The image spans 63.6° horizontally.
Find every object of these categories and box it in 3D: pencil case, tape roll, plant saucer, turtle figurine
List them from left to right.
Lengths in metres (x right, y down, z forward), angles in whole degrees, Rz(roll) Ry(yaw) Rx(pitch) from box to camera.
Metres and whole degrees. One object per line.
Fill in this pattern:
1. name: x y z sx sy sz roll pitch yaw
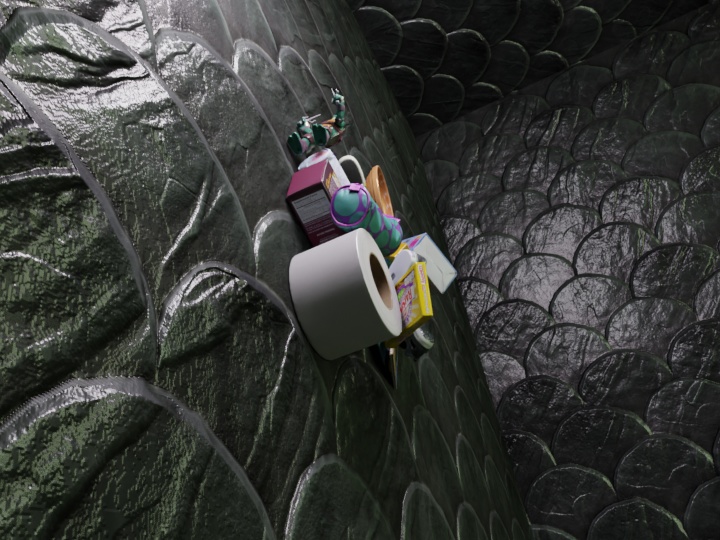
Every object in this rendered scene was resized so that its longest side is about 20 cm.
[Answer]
1. turtle figurine: -0.080 -0.325 1.303 0.101 0.149 0.201 48 35 -13
2. pencil case: -0.059 -0.164 1.281 0.082 0.090 0.202 7 -48 55
3. tape roll: -0.023 0.043 1.048 0.205 0.137 0.205 -90 154 -54
4. pencil case: 0.017 -0.096 1.141 0.094 0.084 0.200 -63 153 -5
5. plant saucer: 0.051 -0.161 1.472 0.200 0.037 0.205 -12 91 -80

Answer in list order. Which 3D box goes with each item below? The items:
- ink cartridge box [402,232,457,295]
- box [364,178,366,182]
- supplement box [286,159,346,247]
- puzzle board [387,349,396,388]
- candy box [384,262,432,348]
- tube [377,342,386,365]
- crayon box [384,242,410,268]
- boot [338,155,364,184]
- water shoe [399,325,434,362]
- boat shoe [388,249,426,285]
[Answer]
1. ink cartridge box: 0.134 -0.007 1.479 0.137 0.076 0.199 50 -25 -13
2. box: 0.022 -0.140 1.577 0.064 0.069 0.204 -13 83 -75
3. supplement box: -0.065 -0.107 1.192 0.111 0.084 0.202 -84 151 -57
4. puzzle board: 0.077 0.154 1.384 0.152 0.017 0.203 82 10 -50
5. candy box: 0.084 0.072 1.119 0.200 0.026 0.105 126 -40 -60
6. tube: 0.049 0.123 1.388 0.202 0.049 0.078 -88 161 -49
7. crayon box: 0.080 -0.009 1.407 0.198 0.051 0.128 15 -37 51
8. boot: -0.015 -0.199 1.464 0.145 0.071 0.204 -86 163 -66
9. water shoe: 0.114 0.148 1.414 0.071 0.079 0.200 38 8 -18
10. boat shoe: 0.076 0.043 1.296 0.067 0.202 0.072 17 26 -37
